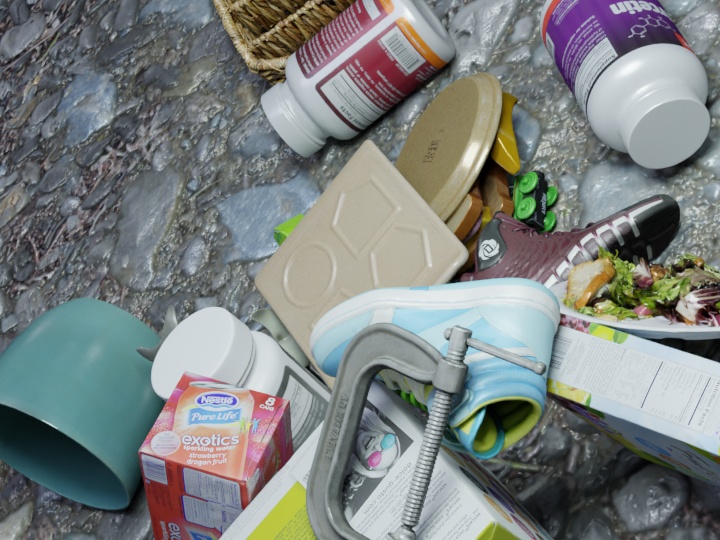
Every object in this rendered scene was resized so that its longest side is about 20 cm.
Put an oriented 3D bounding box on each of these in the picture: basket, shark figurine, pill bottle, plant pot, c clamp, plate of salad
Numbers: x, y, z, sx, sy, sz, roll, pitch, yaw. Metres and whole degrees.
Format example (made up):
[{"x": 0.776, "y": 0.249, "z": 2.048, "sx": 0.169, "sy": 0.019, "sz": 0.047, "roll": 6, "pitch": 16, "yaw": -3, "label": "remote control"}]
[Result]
[{"x": -0.057, "y": -0.305, "z": 1.696, "sx": 0.199, "sy": 0.149, "sz": 0.143, "roll": -30, "pitch": 45, "yaw": 21, "label": "basket"}, {"x": -0.103, "y": 0.093, "z": 1.489, "sx": 0.090, "sy": 0.213, "sz": 0.129, "roll": 120, "pitch": 134, "yaw": -61, "label": "shark figurine"}, {"x": -0.006, "y": -0.215, "z": 1.612, "sx": 0.200, "sy": 0.113, "sz": 0.113, "roll": -37, "pitch": 43, "yaw": 16, "label": "pill bottle"}, {"x": -0.289, "y": 0.128, "z": 1.568, "sx": 0.200, "sy": 0.201, "sz": 0.161, "roll": 0, "pitch": 51, "yaw": 42, "label": "plant pot"}, {"x": 0.029, "y": 0.124, "z": 1.058, "sx": 0.170, "sy": 0.027, "sz": 0.201, "roll": 29, "pitch": 104, "yaw": 41, "label": "c clamp"}, {"x": 0.244, "y": -0.185, "z": 1.366, "sx": 0.112, "sy": 0.112, "sz": 0.201, "roll": -36, "pitch": 44, "yaw": 16, "label": "pill bottle"}, {"x": 0.243, "y": 0.014, "z": 1.179, "sx": 0.199, "sy": 0.199, "sz": 0.048, "roll": 12, "pitch": 107, "yaw": 46, "label": "plate of salad"}, {"x": -0.092, "y": 0.128, "z": 1.369, "sx": 0.113, "sy": 0.200, "sz": 0.114, "roll": -26, "pitch": 40, "yaw": 24, "label": "pill bottle"}]

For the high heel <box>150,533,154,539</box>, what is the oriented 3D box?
[{"x": -0.132, "y": 0.308, "z": 1.412, "sx": 0.200, "sy": 0.071, "sz": 0.143, "roll": 36, "pitch": 116, "yaw": 33, "label": "high heel"}]

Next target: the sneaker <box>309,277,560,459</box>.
[{"x": 0.047, "y": 0.081, "z": 1.105, "sx": 0.199, "sy": 0.080, "sz": 0.131, "roll": -11, "pitch": 52, "yaw": 24, "label": "sneaker"}]

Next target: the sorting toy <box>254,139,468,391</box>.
[{"x": 0.000, "y": 0.000, "z": 1.415, "sx": 0.185, "sy": 0.036, "sz": 0.200, "roll": -50, "pitch": 47, "yaw": 14, "label": "sorting toy"}]

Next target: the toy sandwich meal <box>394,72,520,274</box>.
[{"x": 0.097, "y": -0.096, "z": 1.456, "sx": 0.205, "sy": 0.070, "sz": 0.206, "roll": -50, "pitch": 24, "yaw": 32, "label": "toy sandwich meal"}]

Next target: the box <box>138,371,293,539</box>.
[{"x": -0.115, "y": 0.193, "z": 1.278, "sx": 0.099, "sy": 0.201, "sz": 0.096, "roll": 14, "pitch": 47, "yaw": 15, "label": "box"}]

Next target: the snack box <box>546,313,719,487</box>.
[{"x": 0.251, "y": 0.112, "z": 1.102, "sx": 0.199, "sy": 0.168, "sz": 0.068, "roll": 16, "pitch": 78, "yaw": 48, "label": "snack box"}]

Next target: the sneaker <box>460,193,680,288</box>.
[{"x": 0.172, "y": -0.029, "z": 1.311, "sx": 0.199, "sy": 0.076, "sz": 0.116, "roll": -34, "pitch": 54, "yaw": -5, "label": "sneaker"}]

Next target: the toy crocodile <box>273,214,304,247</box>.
[{"x": -0.025, "y": -0.024, "z": 1.530, "sx": 0.067, "sy": 0.062, "sz": 0.200, "roll": -32, "pitch": 25, "yaw": -27, "label": "toy crocodile"}]

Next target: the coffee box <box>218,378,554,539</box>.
[{"x": 0.039, "y": 0.246, "z": 1.173, "sx": 0.200, "sy": 0.200, "sz": 0.198, "roll": -47, "pitch": 42, "yaw": 3, "label": "coffee box"}]

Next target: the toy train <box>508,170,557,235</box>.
[{"x": 0.146, "y": -0.003, "z": 1.381, "sx": 0.056, "sy": 0.042, "sz": 0.201, "roll": -24, "pitch": 47, "yaw": 42, "label": "toy train"}]

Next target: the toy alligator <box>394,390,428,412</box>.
[{"x": 0.078, "y": 0.108, "z": 1.353, "sx": 0.199, "sy": 0.059, "sz": 0.055, "roll": 22, "pitch": 117, "yaw": 48, "label": "toy alligator"}]
